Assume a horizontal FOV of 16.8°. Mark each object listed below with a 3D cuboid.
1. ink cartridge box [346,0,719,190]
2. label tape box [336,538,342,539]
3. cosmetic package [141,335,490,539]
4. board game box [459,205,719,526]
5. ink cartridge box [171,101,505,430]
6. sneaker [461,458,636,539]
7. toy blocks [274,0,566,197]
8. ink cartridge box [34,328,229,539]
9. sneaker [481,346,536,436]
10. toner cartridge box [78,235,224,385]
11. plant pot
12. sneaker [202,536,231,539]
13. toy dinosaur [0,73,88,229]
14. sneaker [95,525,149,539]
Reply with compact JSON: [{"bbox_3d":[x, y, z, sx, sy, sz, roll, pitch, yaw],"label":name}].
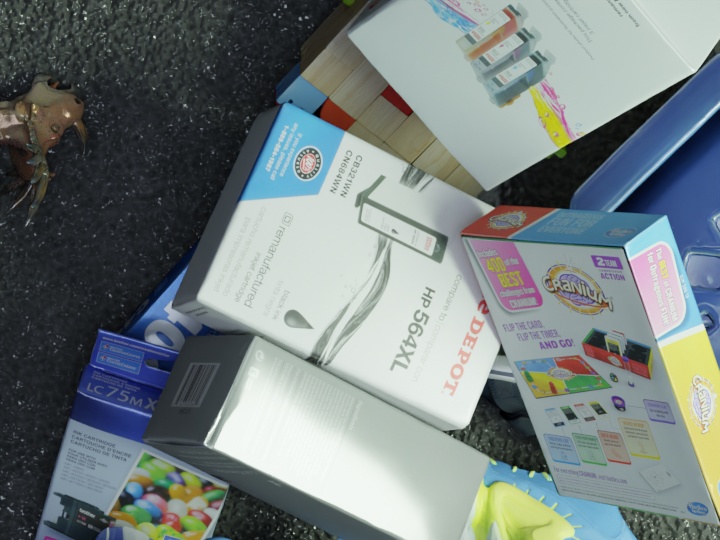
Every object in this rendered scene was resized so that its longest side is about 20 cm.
[{"bbox_3d":[0.124,-0.174,1.532,0.145,0.145,0.200,49,138,-12],"label":"ink cartridge box"},{"bbox_3d":[-0.040,0.286,1.681,0.200,0.066,0.143,-31,99,5],"label":"label tape box"},{"bbox_3d":[-0.028,0.118,1.606,0.200,0.107,0.090,31,73,-24],"label":"cosmetic package"},{"bbox_3d":[0.156,0.058,1.534,0.040,0.153,0.200,-34,114,-31],"label":"board game box"},{"bbox_3d":[0.000,0.000,1.597,0.200,0.084,0.146,25,78,-13],"label":"ink cartridge box"},{"bbox_3d":[0.116,0.172,1.717,0.200,0.105,0.076,41,136,27],"label":"sneaker"},{"bbox_3d":[0.020,-0.102,1.663,0.200,0.100,0.137,38,110,-19],"label":"toy blocks"},{"bbox_3d":[-0.151,0.141,1.684,0.119,0.042,0.200,18,121,-3],"label":"ink cartridge box"},{"bbox_3d":[0.145,0.101,1.711,0.200,0.078,0.079,12,95,-7],"label":"sneaker"},{"bbox_3d":[-0.097,0.034,1.702,0.095,0.043,0.200,40,97,-12],"label":"toner cartridge box"},{"bbox_3d":[0.258,-0.025,1.622,0.200,0.200,0.180,-44,74,8],"label":"plant pot"},{"bbox_3d":[-0.048,0.260,1.573,0.071,0.083,0.200,-40,99,4],"label":"sneaker"},{"bbox_3d":[-0.279,-0.051,1.658,0.136,0.086,0.200,29,104,-15],"label":"toy dinosaur"},{"bbox_3d":[-0.217,0.260,1.703,0.115,0.081,0.199,17,128,1],"label":"sneaker"}]
